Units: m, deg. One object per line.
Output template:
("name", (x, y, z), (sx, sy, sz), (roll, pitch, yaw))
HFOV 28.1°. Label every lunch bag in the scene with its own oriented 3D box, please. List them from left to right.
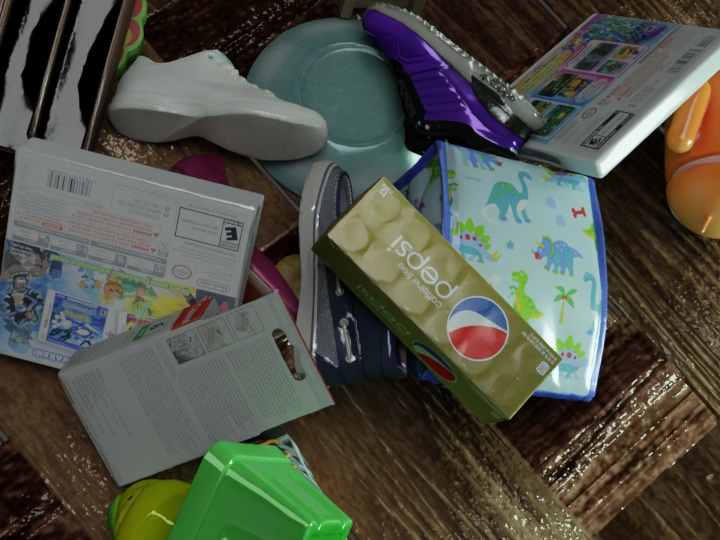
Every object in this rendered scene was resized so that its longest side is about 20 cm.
("lunch bag", (0.117, 0.012, 1.233), (0.170, 0.127, 0.200), (9, 59, -25))

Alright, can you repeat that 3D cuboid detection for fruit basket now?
("fruit basket", (-0.131, 0.219, 1.098), (0.215, 0.155, 0.216), (-3, 80, 19))

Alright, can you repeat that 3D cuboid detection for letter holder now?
("letter holder", (-0.254, -0.201, 1.223), (0.100, 0.142, 0.201), (15, 82, -8))

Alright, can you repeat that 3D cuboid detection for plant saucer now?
("plant saucer", (-0.009, -0.155, 1.337), (0.200, 0.039, 0.202), (3, 70, -8))

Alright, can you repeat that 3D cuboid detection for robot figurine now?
("robot figurine", (0.339, -0.116, 1.340), (0.116, 0.144, 0.201), (1, 69, 8))

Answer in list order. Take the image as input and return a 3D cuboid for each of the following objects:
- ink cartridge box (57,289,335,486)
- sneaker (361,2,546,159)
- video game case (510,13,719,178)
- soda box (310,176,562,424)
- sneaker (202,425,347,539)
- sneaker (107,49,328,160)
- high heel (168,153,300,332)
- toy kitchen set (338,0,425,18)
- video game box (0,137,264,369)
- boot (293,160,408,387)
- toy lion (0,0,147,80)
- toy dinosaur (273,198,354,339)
("ink cartridge box", (-0.127, 0.087, 1.149), (0.200, 0.050, 0.109), (-22, 106, 15))
("sneaker", (0.061, -0.157, 1.293), (0.200, 0.070, 0.100), (40, 96, 20))
("video game case", (0.218, -0.166, 1.323), (0.200, 0.182, 0.024), (-42, 124, -20))
("soda box", (0.057, 0.025, 1.117), (0.200, 0.064, 0.068), (45, 74, -3))
("sneaker", (-0.063, 0.186, 1.181), (0.078, 0.077, 0.200), (-32, 76, -17))
("sneaker", (-0.122, -0.158, 1.292), (0.199, 0.075, 0.089), (10, 60, 7))
("high heel", (-0.098, -0.031, 1.245), (0.200, 0.067, 0.096), (43, 54, 18))
("toy kitchen set", (0.066, -0.365, 1.352), (0.163, 0.181, 0.201), (-1, 68, -11))
("video game box", (-0.192, 0.003, 1.176), (0.199, 0.047, 0.183), (15, 109, 3))
("boot", (0.000, 0.000, 1.197), (0.090, 0.073, 0.201), (-5, 71, 19))
("toy lion", (-0.296, -0.258, 1.321), (0.199, 0.069, 0.192), (3, 77, -8))
("toy dinosaur", (-0.045, 0.031, 1.264), (0.101, 0.058, 0.200), (32, 71, 21))
